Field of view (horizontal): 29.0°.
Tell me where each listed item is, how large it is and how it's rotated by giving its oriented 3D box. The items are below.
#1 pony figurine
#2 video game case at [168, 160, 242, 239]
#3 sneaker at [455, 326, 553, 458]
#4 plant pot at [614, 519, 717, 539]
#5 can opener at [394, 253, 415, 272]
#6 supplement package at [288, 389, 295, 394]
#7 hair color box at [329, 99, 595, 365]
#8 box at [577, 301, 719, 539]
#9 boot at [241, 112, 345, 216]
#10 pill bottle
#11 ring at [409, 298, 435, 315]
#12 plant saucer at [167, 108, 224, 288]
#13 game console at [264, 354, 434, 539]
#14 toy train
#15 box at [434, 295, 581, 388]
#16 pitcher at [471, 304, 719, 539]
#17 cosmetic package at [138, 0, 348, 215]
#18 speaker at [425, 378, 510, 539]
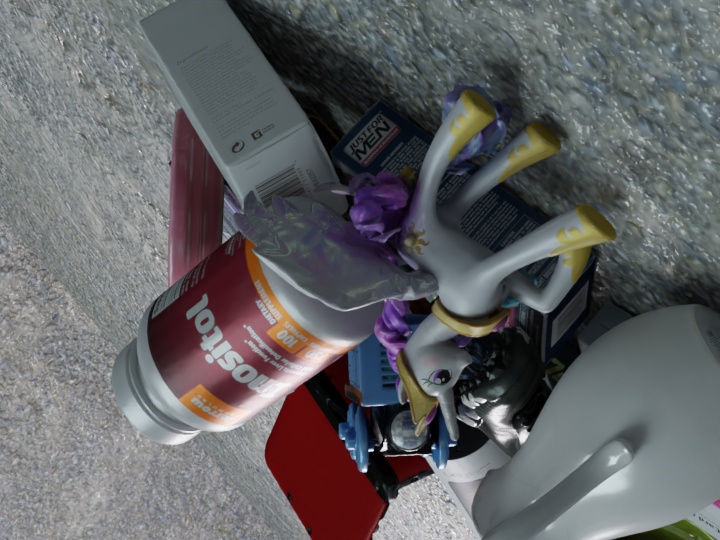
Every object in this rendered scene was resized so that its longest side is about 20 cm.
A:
[{"bbox_3d":[0.042,-0.015,0.874,0.193,0.200,0.166,46,-151,12],"label":"pony figurine"},{"bbox_3d":[-0.117,-0.053,1.490,0.199,0.019,0.143,20,152,53],"label":"video game case"},{"bbox_3d":[0.118,0.095,0.988,0.090,0.067,0.200,37,170,8],"label":"sneaker"},{"bbox_3d":[0.247,0.314,1.254,0.200,0.201,0.184,39,175,16],"label":"plant pot"},{"bbox_3d":[0.017,-0.023,1.165,0.067,0.053,0.200,46,165,-20],"label":"can opener"},{"bbox_3d":[-0.094,0.043,1.179,0.109,0.114,0.200,41,157,-7],"label":"supplement package"},{"bbox_3d":[0.073,-0.026,1.007,0.199,0.061,0.100,38,164,21],"label":"hair color box"},{"bbox_3d":[0.240,0.124,1.012,0.155,0.041,0.201,34,162,33],"label":"box"},{"bbox_3d":[-0.046,-0.062,1.193,0.143,0.071,0.202,27,152,48],"label":"boot"},{"bbox_3d":[-0.086,0.044,0.993,0.113,0.113,0.199,46,124,-10],"label":"pill bottle"},{"bbox_3d":[0.000,0.000,1.127,0.200,0.019,0.201,38,166,11],"label":"ring"},{"bbox_3d":[-0.158,-0.055,1.352,0.050,0.203,0.201,2,163,-5],"label":"plant saucer"},{"bbox_3d":[0.012,0.167,1.331,0.200,0.171,0.120,50,155,46],"label":"game console"},{"bbox_3d":[0.027,0.091,1.069,0.200,0.086,0.116,142,126,-86],"label":"toy train"},{"bbox_3d":[0.130,0.090,1.176,0.157,0.051,0.200,40,164,15],"label":"box"},{"bbox_3d":[0.151,0.118,0.858,0.122,0.200,0.171,51,-155,8],"label":"pitcher"},{"bbox_3d":[-0.090,-0.118,1.049,0.201,0.074,0.102,58,175,40],"label":"cosmetic package"},{"bbox_3d":[0.114,0.180,1.212,0.081,0.081,0.201,29,159,41],"label":"speaker"}]
